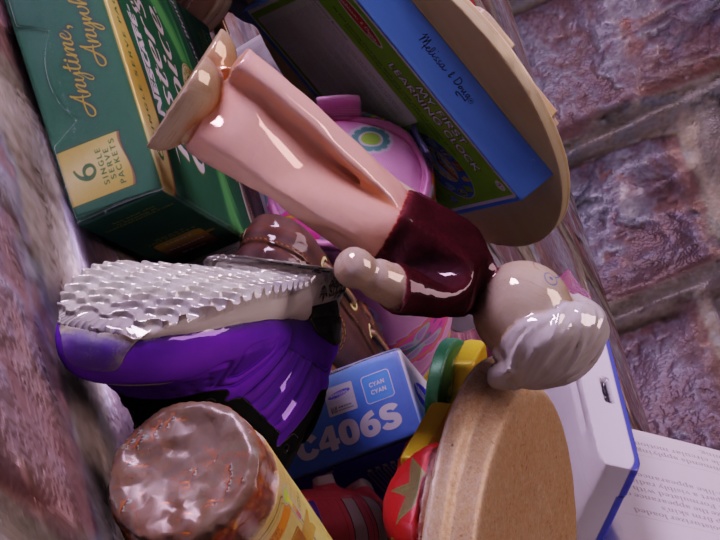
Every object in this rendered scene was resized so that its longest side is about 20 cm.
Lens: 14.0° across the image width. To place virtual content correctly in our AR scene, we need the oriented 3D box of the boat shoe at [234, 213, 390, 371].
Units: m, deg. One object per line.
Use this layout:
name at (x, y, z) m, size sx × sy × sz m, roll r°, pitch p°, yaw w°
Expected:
boat shoe at (-0.017, 0.037, 1.336) m, size 0.200 × 0.070 × 0.071 m, roll 62°, pitch 37°, yaw -66°

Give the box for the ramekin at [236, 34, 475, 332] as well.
ramekin at (-0.007, -0.050, 1.593) m, size 0.202 × 0.094 × 0.203 m, roll -21°, pitch 90°, yaw -82°

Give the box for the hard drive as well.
hard drive at (0.096, 0.141, 1.600) m, size 0.132 × 0.025 × 0.201 m, roll -99°, pitch -154°, yaw -54°

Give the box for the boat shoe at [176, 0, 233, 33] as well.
boat shoe at (-0.114, -0.202, 1.403) m, size 0.064 × 0.071 × 0.201 m, roll 21°, pitch 47°, yaw -59°

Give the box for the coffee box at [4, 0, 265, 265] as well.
coffee box at (-0.093, -0.067, 1.269) m, size 0.200 × 0.044 × 0.124 m, roll 34°, pitch 37°, yaw -74°

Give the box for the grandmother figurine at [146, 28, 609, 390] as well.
grandmother figurine at (0.012, -0.017, 1.170) m, size 0.199 × 0.061 × 0.121 m, roll 33°, pitch 30°, yaw -6°

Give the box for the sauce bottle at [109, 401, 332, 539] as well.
sauce bottle at (-0.034, 0.121, 1.124) m, size 0.200 × 0.066 × 0.066 m, roll 57°, pitch 15°, yaw -54°

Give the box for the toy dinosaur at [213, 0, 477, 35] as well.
toy dinosaur at (-0.023, -0.137, 1.445) m, size 0.199 × 0.106 × 0.181 m, roll 21°, pitch -5°, yaw -35°

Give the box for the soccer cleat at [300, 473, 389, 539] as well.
soccer cleat at (-0.006, 0.144, 1.265) m, size 0.200 × 0.066 × 0.077 m, roll 56°, pitch 20°, yaw -67°

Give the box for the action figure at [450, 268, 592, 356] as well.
action figure at (0.047, 0.033, 1.712) m, size 0.149 × 0.134 × 0.200 m, roll 38°, pitch 23°, yaw 26°

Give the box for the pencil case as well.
pencil case at (0.000, 0.000, 1.425) m, size 0.200 × 0.087 × 0.088 m, roll 80°, pitch -5°, yaw -58°

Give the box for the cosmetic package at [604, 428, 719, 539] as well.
cosmetic package at (0.176, 0.211, 1.621) m, size 0.200 × 0.164 × 0.166 m, roll -106°, pitch -147°, yaw -62°

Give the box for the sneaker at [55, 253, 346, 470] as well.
sneaker at (-0.058, 0.048, 1.146) m, size 0.200 × 0.069 × 0.100 m, roll -7°, pitch 105°, yaw -67°

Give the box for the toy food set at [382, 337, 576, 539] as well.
toy food set at (0.048, 0.134, 1.226) m, size 0.198 × 0.048 × 0.201 m, roll -57°, pitch 144°, yaw -57°

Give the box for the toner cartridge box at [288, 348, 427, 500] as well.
toner cartridge box at (0.007, 0.101, 1.334) m, size 0.200 × 0.095 × 0.043 m, roll 53°, pitch 17°, yaw -63°

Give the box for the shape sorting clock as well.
shape sorting clock at (0.021, -0.091, 1.374) m, size 0.200 × 0.039 × 0.200 m, roll 41°, pitch -19°, yaw 17°
